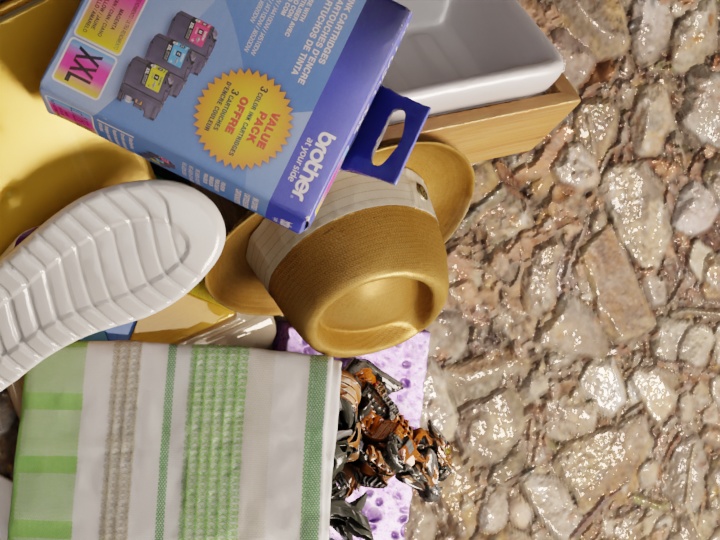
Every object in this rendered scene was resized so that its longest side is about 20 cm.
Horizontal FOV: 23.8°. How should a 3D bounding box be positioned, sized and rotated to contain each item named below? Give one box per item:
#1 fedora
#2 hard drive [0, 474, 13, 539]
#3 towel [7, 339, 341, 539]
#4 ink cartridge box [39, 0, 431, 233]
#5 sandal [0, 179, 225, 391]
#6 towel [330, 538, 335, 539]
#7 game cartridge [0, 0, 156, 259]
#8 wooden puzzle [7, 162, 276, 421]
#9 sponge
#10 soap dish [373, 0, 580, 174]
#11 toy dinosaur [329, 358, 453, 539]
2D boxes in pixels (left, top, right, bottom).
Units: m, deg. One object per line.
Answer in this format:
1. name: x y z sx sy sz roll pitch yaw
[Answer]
1. fedora: 0.000 0.000 1.086 0.200 0.201 0.082 -16 65 -22
2. hard drive: -0.273 0.183 1.089 0.200 0.025 0.132 32 82 -25
3. towel: -0.115 0.119 1.060 0.199 0.031 0.150 4 76 3
4. ink cartridge box: -0.061 -0.112 0.968 0.199 0.076 0.137 26 85 -4
5. sandal: -0.178 0.004 1.024 0.202 0.050 0.083 -28 109 -2
6. towel: -0.021 0.295 1.202 0.146 0.022 0.201 26 94 -30
7. game cartridge: -0.214 -0.049 1.024 0.176 0.032 0.201 -30 124 -17
8. wooden puzzle: -0.161 -0.006 1.112 0.184 0.037 0.201 -24 106 -21
9. sponge: -0.015 0.136 1.201 0.111 0.030 0.201 4 95 -25
10. soap dish: 0.020 -0.130 1.121 0.199 0.158 0.081 -13 139 -23
11. toy dinosaur: -0.029 0.112 1.139 0.199 0.102 0.136 21 62 -7
